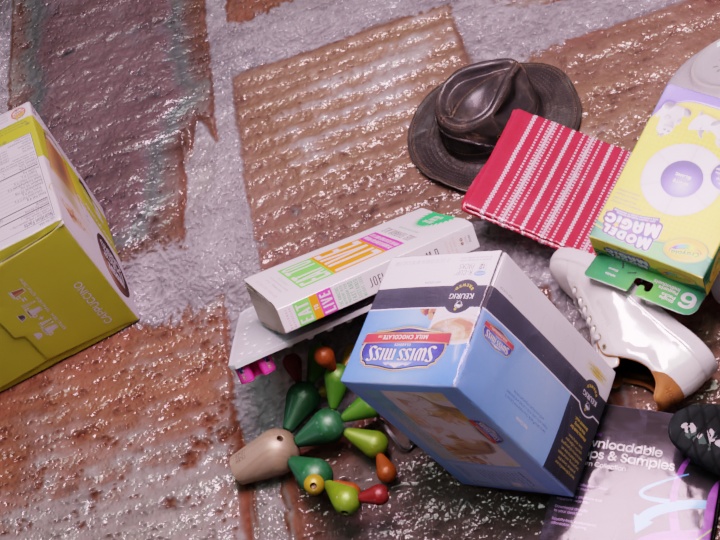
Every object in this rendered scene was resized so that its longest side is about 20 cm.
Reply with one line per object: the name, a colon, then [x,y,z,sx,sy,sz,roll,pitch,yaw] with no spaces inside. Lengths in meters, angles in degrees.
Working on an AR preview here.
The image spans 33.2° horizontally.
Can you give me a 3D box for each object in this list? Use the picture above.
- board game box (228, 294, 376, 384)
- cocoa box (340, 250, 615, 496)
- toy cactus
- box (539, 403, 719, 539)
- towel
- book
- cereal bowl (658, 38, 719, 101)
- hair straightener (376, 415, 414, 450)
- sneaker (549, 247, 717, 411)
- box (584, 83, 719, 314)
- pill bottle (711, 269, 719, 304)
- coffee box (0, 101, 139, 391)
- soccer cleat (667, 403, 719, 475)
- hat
board game box: [-0.030,0.037,1.203,0.200,0.026,0.200,-23,13,3]
cocoa box: [0.106,0.093,1.054,0.133,0.200,0.131,-2,55,44]
toy cactus: [-0.053,0.160,1.160,0.165,0.102,0.200,-28,56,14]
box: [0.235,0.213,1.047,0.143,0.036,0.200,6,56,23]
towel: [0.219,-0.079,1.239,0.200,0.023,0.145,24,64,12]
book: [0.000,0.000,1.155,0.200,0.048,0.134,-24,14,-13]
cereal bowl: [0.389,-0.180,1.208,0.200,0.083,0.200,-22,35,17]
hair straightener: [0.061,0.086,1.209,0.077,0.041,0.200,-7,57,42]
sneaker: [0.234,0.053,1.137,0.085,0.073,0.200,-40,51,-8]
box: [0.294,-0.066,1.111,0.117,0.048,0.200,22,78,28]
pill bottle: [0.414,0.015,1.063,0.200,0.104,0.104,15,60,49]
coffee box: [-0.391,-0.020,1.334,0.200,0.200,0.198,-27,52,-1]
soccer cleat: [0.357,0.147,0.997,0.200,0.081,0.068,17,60,14]
hat: [0.140,-0.186,1.337,0.200,0.081,0.201,-10,52,13]
